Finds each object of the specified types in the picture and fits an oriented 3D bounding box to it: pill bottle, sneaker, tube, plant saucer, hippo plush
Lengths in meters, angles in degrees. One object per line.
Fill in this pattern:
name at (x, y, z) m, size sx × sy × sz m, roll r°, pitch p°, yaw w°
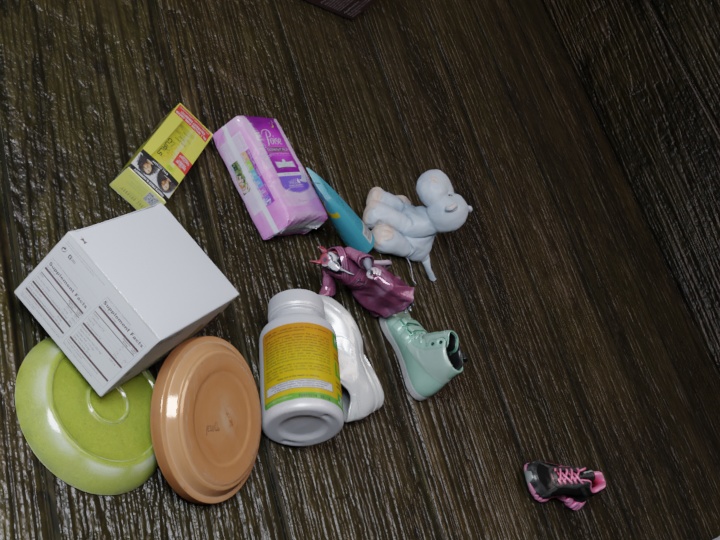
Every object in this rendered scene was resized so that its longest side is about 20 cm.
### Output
pill bottle at (-0.084, 0.130, 1.308) m, size 0.111 × 0.111 × 0.201 m, roll 29°, pitch 41°, yaw -37°
sneaker at (-0.040, 0.132, 1.416) m, size 0.088 × 0.075 × 0.201 m, roll -24°, pitch 83°, yaw -47°
sneaker at (0.380, 0.383, 1.738) m, size 0.200 × 0.095 × 0.079 m, roll 22°, pitch 47°, yaw -41°
sneaker at (0.108, 0.104, 1.593) m, size 0.074 × 0.118 × 0.201 m, roll 4°, pitch 57°, yaw -51°
tube at (-0.033, -0.093, 1.572) m, size 0.078 × 0.050 × 0.200 m, roll 53°, pitch 0°, yaw 36°
plant saucer at (-0.294, 0.154, 1.074) m, size 0.200 × 0.031 × 0.201 m, roll 35°, pitch 38°, yaw -32°
plant saucer at (-0.177, 0.179, 1.142) m, size 0.200 × 0.032 × 0.201 m, roll 25°, pitch 61°, yaw -57°
hippo plush at (0.111, -0.095, 1.736) m, size 0.159 × 0.161 × 0.201 m, roll -11°, pitch 71°, yaw -57°

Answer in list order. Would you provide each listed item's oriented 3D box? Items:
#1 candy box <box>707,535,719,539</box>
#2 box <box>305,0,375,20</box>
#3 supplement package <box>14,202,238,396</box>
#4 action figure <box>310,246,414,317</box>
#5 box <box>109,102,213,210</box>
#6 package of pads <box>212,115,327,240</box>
candy box at (0.892, 0.655, 2.097) m, size 0.071 × 0.200 × 0.168 m, roll 37°, pitch 37°, yaw -30°
box at (-0.047, -0.676, 2.044) m, size 0.200 × 0.166 × 0.165 m, roll 6°, pitch 58°, yaw -53°
supplement package at (-0.266, 0.027, 1.109) m, size 0.156 × 0.111 × 0.200 m, roll 49°, pitch 23°, yaw 2°
action figure at (0.000, 0.000, 1.523) m, size 0.200 × 0.134 × 0.149 m, roll 34°, pitch 37°, yaw -37°
box at (-0.282, -0.160, 1.357) m, size 0.075 × 0.050 × 0.200 m, roll 45°, pitch 33°, yaw -17°
package of pads at (-0.144, -0.149, 1.516) m, size 0.120 × 0.076 × 0.201 m, roll -11°, pitch 71°, yaw -61°
